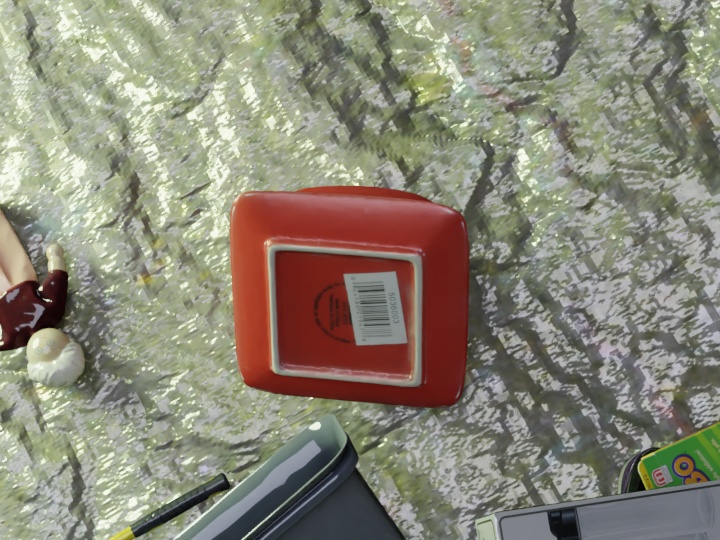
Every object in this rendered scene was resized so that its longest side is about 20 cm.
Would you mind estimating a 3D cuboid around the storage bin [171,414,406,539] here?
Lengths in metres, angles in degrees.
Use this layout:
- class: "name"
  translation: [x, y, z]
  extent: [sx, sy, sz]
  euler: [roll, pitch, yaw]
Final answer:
- class: "storage bin"
  translation: [-0.054, 0.239, 1.333]
  extent: [0.200, 0.146, 0.135]
  euler: [-39, 103, -1]

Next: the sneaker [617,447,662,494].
- class: "sneaker"
  translation: [0.237, 0.244, 1.301]
  extent: [0.075, 0.088, 0.201]
  euler: [-5, 78, 7]

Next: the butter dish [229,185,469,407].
- class: "butter dish"
  translation: [0.000, 0.000, 1.366]
  extent: [0.198, 0.148, 0.201]
  euler: [5, 121, 10]

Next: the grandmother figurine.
- class: "grandmother figurine"
  translation: [-0.314, 0.024, 1.445]
  extent: [0.121, 0.061, 0.200]
  euler: [-40, 73, 8]

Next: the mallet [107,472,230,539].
- class: "mallet"
  translation: [-0.204, 0.228, 1.381]
  extent: [0.199, 0.066, 0.041]
  euler: [-31, 77, 1]

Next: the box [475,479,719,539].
- class: "box"
  translation: [0.194, 0.226, 1.193]
  extent: [0.199, 0.060, 0.117]
  euler: [-6, 78, -10]

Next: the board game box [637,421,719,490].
- class: "board game box"
  translation: [0.313, 0.164, 1.289]
  extent: [0.199, 0.030, 0.096]
  euler: [-19, 81, -28]
